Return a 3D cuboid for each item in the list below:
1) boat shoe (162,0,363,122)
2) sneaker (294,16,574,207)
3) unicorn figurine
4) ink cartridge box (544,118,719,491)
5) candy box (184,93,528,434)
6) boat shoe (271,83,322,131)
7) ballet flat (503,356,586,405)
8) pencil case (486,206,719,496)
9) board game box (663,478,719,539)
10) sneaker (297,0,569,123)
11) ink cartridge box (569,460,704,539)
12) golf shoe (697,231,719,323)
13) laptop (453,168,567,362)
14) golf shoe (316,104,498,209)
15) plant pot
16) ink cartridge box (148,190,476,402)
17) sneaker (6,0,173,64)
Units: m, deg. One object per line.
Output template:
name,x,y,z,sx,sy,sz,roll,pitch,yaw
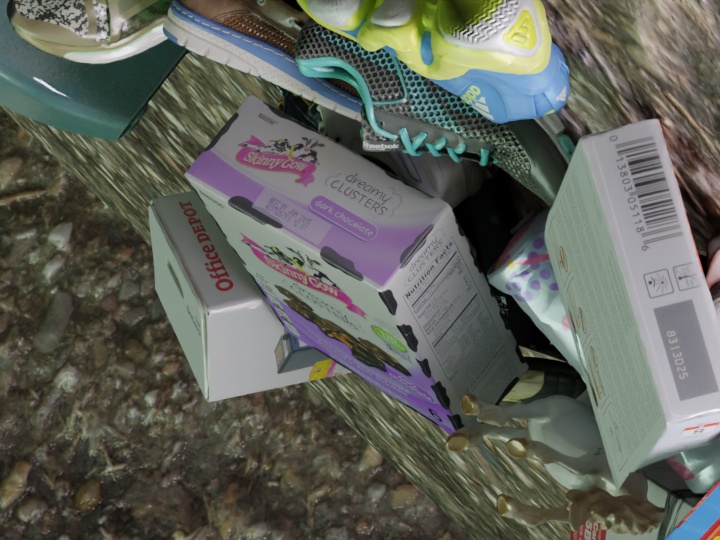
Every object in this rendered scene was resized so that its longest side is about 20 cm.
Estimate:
boat shoe,-0.017,-0.141,1.636,0.199,0.073,0.072,19,-163,-5
sneaker,0.043,-0.093,1.558,0.200,0.091,0.078,43,173,14
unicorn figurine,0.129,0.103,1.676,0.137,0.074,0.200,3,-136,-27
ink cartridge box,0.150,0.025,1.461,0.200,0.050,0.163,90,165,-76
candy box,0.000,0.000,1.682,0.167,0.072,0.200,31,164,32
boat shoe,-0.036,-0.105,1.904,0.071,0.091,0.200,49,171,-29
ballet flat,0.148,0.094,1.813,0.066,0.057,0.200,14,176,43
pencil case,0.170,0.041,1.636,0.200,0.083,0.091,45,-162,-2
board game box,0.228,0.147,1.456,0.056,0.196,0.200,41,171,21
sneaker,0.040,-0.127,1.455,0.200,0.076,0.105,34,167,52
ink cartridge box,0.244,0.175,1.694,0.146,0.083,0.200,4,-167,-26
golf shoe,0.205,0.030,1.481,0.200,0.072,0.092,114,132,-77
laptop,0.144,0.008,1.862,0.187,0.115,0.201,-172,66,-76
golf shoe,-0.006,-0.107,1.721,0.200,0.097,0.078,43,173,23
plant pot,-0.220,-0.205,2.017,0.200,0.197,0.196,38,173,-5
ink cartridge box,-0.036,0.000,1.890,0.145,0.199,0.088,-121,26,-50
sneaker,-0.125,-0.192,1.681,0.089,0.199,0.077,87,168,-50
